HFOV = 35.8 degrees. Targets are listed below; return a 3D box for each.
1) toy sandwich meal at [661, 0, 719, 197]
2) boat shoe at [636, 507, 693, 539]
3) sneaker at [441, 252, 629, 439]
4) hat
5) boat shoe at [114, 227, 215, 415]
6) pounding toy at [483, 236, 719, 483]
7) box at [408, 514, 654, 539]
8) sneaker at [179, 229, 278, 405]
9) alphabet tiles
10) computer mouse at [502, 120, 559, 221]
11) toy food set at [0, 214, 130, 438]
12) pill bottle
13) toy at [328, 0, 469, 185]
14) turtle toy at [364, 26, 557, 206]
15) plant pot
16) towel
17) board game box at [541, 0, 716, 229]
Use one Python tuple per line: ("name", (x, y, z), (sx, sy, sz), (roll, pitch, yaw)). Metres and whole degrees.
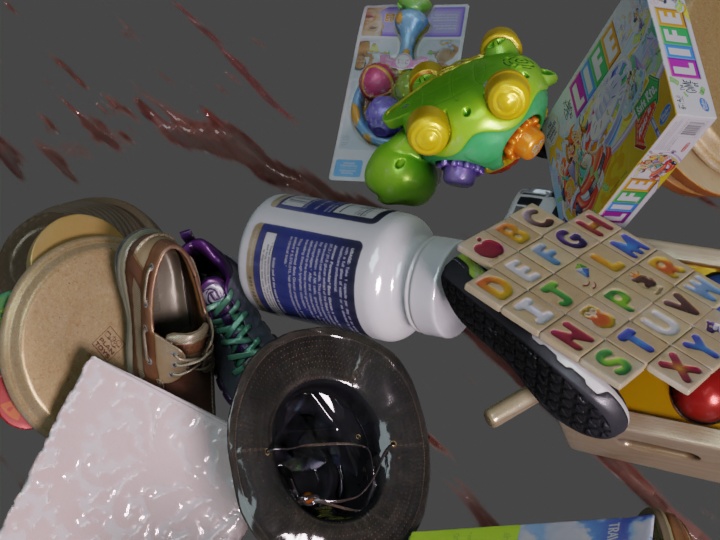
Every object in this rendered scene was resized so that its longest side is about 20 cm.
("toy sandwich meal", (0.302, -0.157, 0.956), (0.070, 0.204, 0.207), (-14, 55, 55))
("boat shoe", (0.249, 0.274, 0.822), (0.067, 0.072, 0.202), (5, 56, -13))
("sneaker", (0.138, 0.034, 0.812), (0.082, 0.072, 0.200), (-32, 50, -13))
("hat", (-0.034, 0.153, 0.938), (0.198, 0.081, 0.203), (7, 72, -22))
("boat shoe", (-0.164, 0.064, 0.982), (0.075, 0.202, 0.071), (-24, 19, -33))
("pounding toy", (0.223, 0.072, 0.872), (0.198, 0.142, 0.186), (10, 70, 21))
("box", (0.121, 0.242, 0.833), (0.198, 0.048, 0.122), (-10, 22, 21))
("sneaker", (-0.120, 0.056, 1.016), (0.074, 0.088, 0.201), (-32, 61, 1))
("alphabet tiles", (0.174, 0.014, 0.806), (0.199, 0.006, 0.166), (34, 42, 29))
("computer mouse", (0.159, -0.037, 1.000), (0.109, 0.044, 0.201), (27, 71, 21))
("toy food set", (-0.238, 0.066, 1.008), (0.048, 0.200, 0.199), (-4, 53, 53))
("pill bottle", (0.000, 0.000, 0.973), (0.198, 0.111, 0.112), (12, 70, 34))
("toy", (0.035, -0.186, 1.101), (0.114, 0.047, 0.202), (4, 67, 19))
("turtle toy", (0.088, -0.127, 1.006), (0.198, 0.102, 0.146), (-23, 27, 18))
("plant pot", (-0.289, 0.008, 1.089), (0.198, 0.093, 0.203), (-7, 66, 15))
("towel", (-0.192, 0.203, 0.952), (0.190, 0.032, 0.201), (29, 83, -5))
("board game box", (0.207, -0.119, 0.896), (0.034, 0.200, 0.136), (3, 60, -14))
